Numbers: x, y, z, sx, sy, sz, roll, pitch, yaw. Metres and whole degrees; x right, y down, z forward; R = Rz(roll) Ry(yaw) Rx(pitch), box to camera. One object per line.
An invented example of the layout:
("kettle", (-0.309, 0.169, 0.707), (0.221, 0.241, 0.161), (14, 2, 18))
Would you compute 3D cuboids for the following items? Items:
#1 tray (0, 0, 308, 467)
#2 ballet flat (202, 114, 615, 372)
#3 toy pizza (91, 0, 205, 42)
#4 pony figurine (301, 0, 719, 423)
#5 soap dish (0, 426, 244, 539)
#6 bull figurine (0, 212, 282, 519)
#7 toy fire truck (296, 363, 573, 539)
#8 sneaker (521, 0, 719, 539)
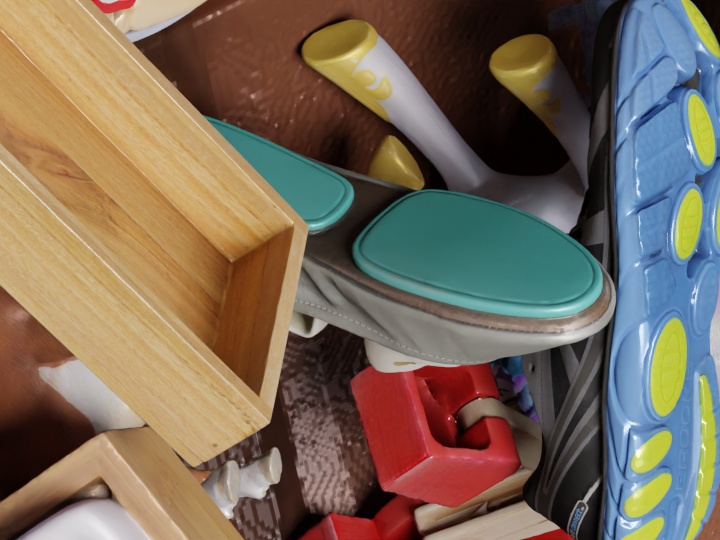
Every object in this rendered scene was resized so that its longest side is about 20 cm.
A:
("tray", (-0.097, -0.042, 0.812), (0.037, 0.099, 0.200), (-30, 118, 26))
("ballet flat", (0.000, 0.000, 0.935), (0.067, 0.199, 0.064), (-41, 141, -42))
("toy pizza", (-0.050, -0.158, 0.882), (0.200, 0.032, 0.201), (-42, 150, -31))
("pony figurine", (0.089, -0.024, 1.043), (0.192, 0.167, 0.201), (-18, 130, 5))
("soap dish", (-0.099, 0.155, 0.910), (0.158, 0.200, 0.081), (51, 28, -8))
("bull figurine", (-0.104, 0.030, 0.927), (0.065, 0.121, 0.201), (-77, 158, -44))
("toy fire truck", (0.050, 0.099, 1.064), (0.199, 0.049, 0.141), (15, 136, -42))
("sneaker", (0.085, 0.002, 0.942), (0.071, 0.082, 0.201), (-9, 108, -46))
